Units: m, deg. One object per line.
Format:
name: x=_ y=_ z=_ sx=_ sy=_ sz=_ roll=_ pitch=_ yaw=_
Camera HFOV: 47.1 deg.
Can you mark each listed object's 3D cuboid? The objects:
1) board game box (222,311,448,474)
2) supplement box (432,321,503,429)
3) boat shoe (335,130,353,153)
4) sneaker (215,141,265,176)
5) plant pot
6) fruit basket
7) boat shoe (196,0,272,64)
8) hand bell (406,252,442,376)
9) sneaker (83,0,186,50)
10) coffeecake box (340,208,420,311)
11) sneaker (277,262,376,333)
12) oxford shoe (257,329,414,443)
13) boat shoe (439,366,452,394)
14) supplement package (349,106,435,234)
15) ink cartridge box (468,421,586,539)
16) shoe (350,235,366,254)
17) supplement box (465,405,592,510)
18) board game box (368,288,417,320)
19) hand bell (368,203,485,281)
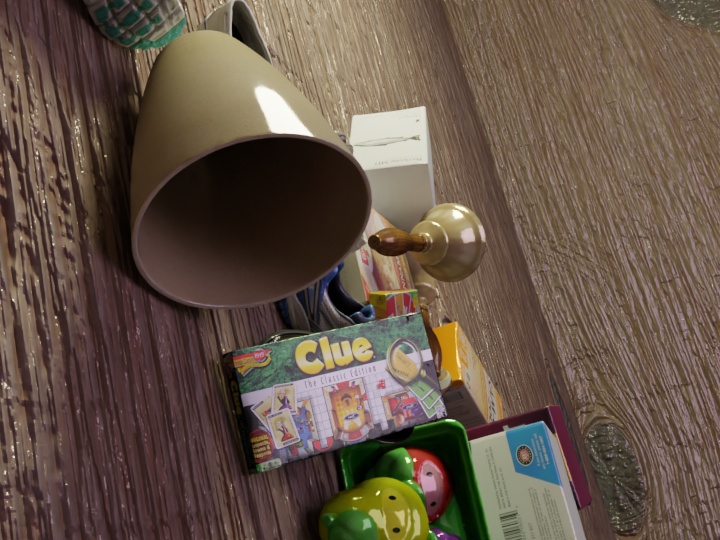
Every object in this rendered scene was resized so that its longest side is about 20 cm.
board game box: x=-0.018 y=0.105 z=0.739 sx=0.199 sy=0.023 sz=0.105 roll=-10 pitch=79 yaw=-31
supplement box: x=0.160 y=0.196 z=1.287 sx=0.200 sy=0.073 sz=0.126 roll=58 pitch=22 yaw=-34
boat shoe: x=-0.051 y=-0.130 z=1.030 sx=0.200 sy=0.075 sz=0.072 roll=-6 pitch=103 yaw=-84
sneaker: x=-0.126 y=-0.128 z=0.816 sx=0.077 sy=0.078 sz=0.201 roll=45 pitch=31 yaw=-79
plant pot: x=-0.110 y=-0.104 z=0.686 sx=0.187 sy=0.187 sz=0.200 roll=46 pitch=17 yaw=-52
fruit basket: x=0.046 y=0.251 z=0.805 sx=0.216 sy=0.155 sz=0.216 roll=-13 pitch=90 yaw=-88
boat shoe: x=-0.114 y=-0.194 z=0.877 sx=0.072 sy=0.066 sz=0.201 roll=-2 pitch=70 yaw=-44
hand bell: x=0.084 y=0.061 z=1.128 sx=0.104 sy=0.104 sz=0.200 roll=51 pitch=20 yaw=-45
sneaker: x=-0.216 y=-0.267 z=0.686 sx=0.200 sy=0.077 sz=0.091 roll=44 pitch=27 yaw=-57
coffeecake box: x=0.000 y=0.000 z=1.029 sx=0.200 sy=0.073 sz=0.154 roll=31 pitch=43 yaw=-62
sneaker: x=-0.020 y=0.076 z=0.868 sx=0.201 sy=0.085 sz=0.077 roll=68 pitch=18 yaw=-9
oxford shoe: x=-0.017 y=0.112 z=0.785 sx=0.200 sy=0.084 sz=0.073 roll=30 pitch=84 yaw=-39
boat shoe: x=0.069 y=0.147 z=1.092 sx=0.076 sy=0.072 sz=0.200 roll=55 pitch=16 yaw=4
supplement package: x=0.047 y=-0.143 z=1.205 sx=0.200 sy=0.116 sz=0.118 roll=-86 pitch=169 yaw=-56
ink cartridge box: x=0.138 y=0.273 z=0.933 sx=0.084 sy=0.199 sz=0.146 roll=45 pitch=30 yaw=-57
shoe: x=-0.045 y=-0.095 z=0.853 sx=0.070 sy=0.053 sz=0.200 roll=-96 pitch=167 yaw=-54
supplement box: x=0.172 y=0.261 z=1.045 sx=0.103 sy=0.199 sz=0.131 roll=24 pitch=47 yaw=-66
board game box: x=0.034 y=0.123 z=0.947 sx=0.095 sy=0.030 sz=0.201 roll=-4 pitch=99 yaw=-65
hand bell: x=0.068 y=-0.033 z=1.017 sx=0.200 sy=0.104 sz=0.104 roll=-4 pitch=74 yaw=-59
